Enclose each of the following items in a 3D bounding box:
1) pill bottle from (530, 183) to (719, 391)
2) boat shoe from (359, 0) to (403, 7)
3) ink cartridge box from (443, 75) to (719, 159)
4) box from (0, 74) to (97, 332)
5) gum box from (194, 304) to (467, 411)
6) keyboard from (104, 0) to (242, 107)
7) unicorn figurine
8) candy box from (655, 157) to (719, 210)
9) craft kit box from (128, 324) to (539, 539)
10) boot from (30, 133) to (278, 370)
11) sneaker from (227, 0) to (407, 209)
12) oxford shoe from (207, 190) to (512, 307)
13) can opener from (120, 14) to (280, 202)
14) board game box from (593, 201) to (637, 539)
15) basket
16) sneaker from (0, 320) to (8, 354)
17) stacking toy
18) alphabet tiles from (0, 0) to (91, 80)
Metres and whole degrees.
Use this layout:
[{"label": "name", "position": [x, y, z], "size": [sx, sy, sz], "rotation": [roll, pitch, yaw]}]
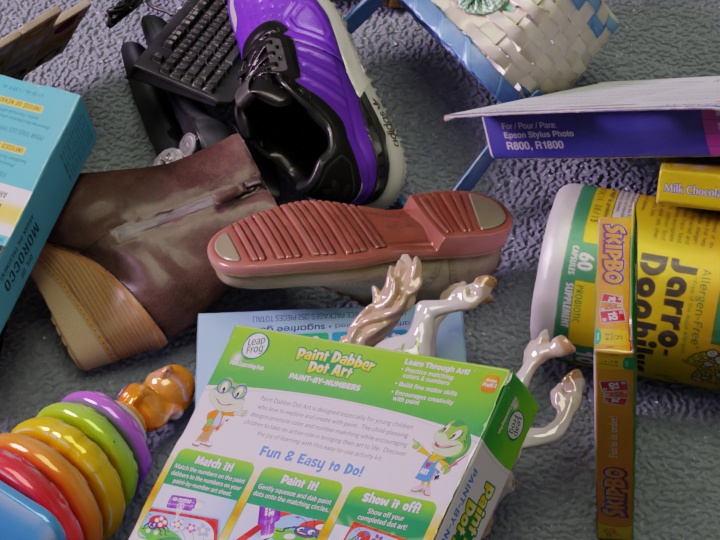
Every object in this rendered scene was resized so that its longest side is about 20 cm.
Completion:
[{"label": "pill bottle", "position": [0.212, 0.016, 1.213], "size": [0.199, 0.113, 0.113], "rotation": [11, 51, 11]}, {"label": "boat shoe", "position": [-0.018, -0.246, 1.470], "size": [0.199, 0.071, 0.069], "rotation": [8, 28, -10]}, {"label": "ink cartridge box", "position": [0.187, -0.093, 1.237], "size": [0.196, 0.044, 0.200], "rotation": [2, 13, 38]}, {"label": "box", "position": [-0.244, -0.026, 1.230], "size": [0.082, 0.049, 0.201], "rotation": [14, 63, 15]}, {"label": "gum box", "position": [-0.016, 0.112, 1.190], "size": [0.169, 0.045, 0.201], "rotation": [-2, 51, 1]}, {"label": "keyboard", "position": [-0.120, -0.184, 1.416], "size": [0.127, 0.021, 0.200], "rotation": [18, 34, 7]}, {"label": "unicorn figurine", "position": [0.062, 0.081, 1.146], "size": [0.137, 0.074, 0.200], "rotation": [-43, 45, -13]}, {"label": "candy box", "position": [0.242, -0.061, 1.257], "size": [0.102, 0.027, 0.200], "rotation": [4, 10, 9]}, {"label": "craft kit box", "position": [-0.028, 0.132, 1.075], "size": [0.199, 0.049, 0.198], "rotation": [8, 64, 38]}, {"label": "boot", "position": [-0.150, -0.046, 1.298], "size": [0.166, 0.072, 0.200], "rotation": [-31, 68, -4]}, {"label": "sneaker", "position": [-0.050, -0.127, 1.322], "size": [0.099, 0.070, 0.201], "rotation": [-4, 55, -46]}, {"label": "oxford shoe", "position": [0.000, 0.000, 1.243], "size": [0.199, 0.074, 0.071], "rotation": [-4, 36, -17]}, {"label": "can opener", "position": [-0.127, -0.106, 1.381], "size": [0.063, 0.079, 0.200], "rotation": [-47, 49, 15]}, {"label": "board game box", "position": [0.146, 0.059, 1.123], "size": [0.030, 0.200, 0.096], "rotation": [2, 50, 6]}, {"label": "basket", "position": [0.060, -0.153, 1.361], "size": [0.200, 0.139, 0.176], "rotation": [-51, 57, 7]}, {"label": "sneaker", "position": [-0.268, -0.007, 1.295], "size": [0.106, 0.075, 0.201], "rotation": [13, 61, 8]}, {"label": "stacking toy", "position": [-0.165, 0.114, 1.173], "size": [0.109, 0.116, 0.200], "rotation": [28, 45, 21]}, {"label": "alphabet tiles", "position": [-0.272, -0.117, 1.336], "size": [0.200, 0.166, 0.006], "rotation": [-37, 91, -24]}]
